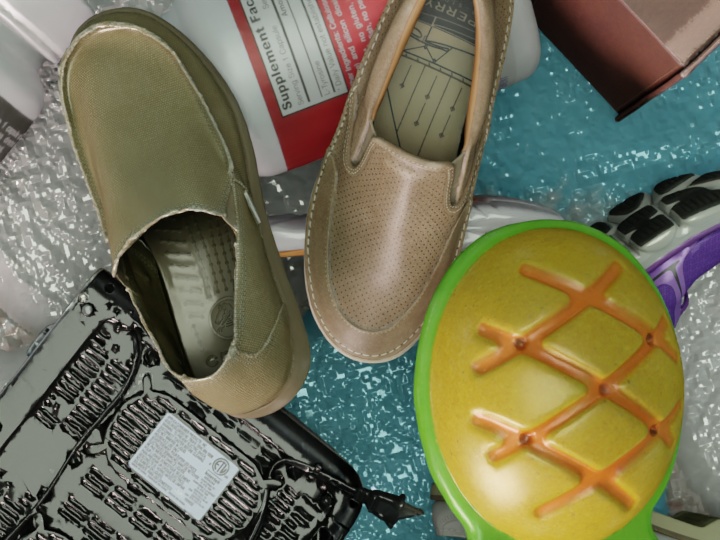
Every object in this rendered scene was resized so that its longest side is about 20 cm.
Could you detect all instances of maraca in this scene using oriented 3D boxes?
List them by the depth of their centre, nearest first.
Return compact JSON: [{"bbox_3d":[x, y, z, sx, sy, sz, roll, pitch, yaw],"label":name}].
[{"bbox_3d":[0.090,0.077,0.906,0.136,0.107,0.202,-2,88,-17],"label":"maraca"}]

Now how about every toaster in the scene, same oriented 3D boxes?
[{"bbox_3d":[-0.105,0.122,0.960,0.200,0.119,0.181,38,89,-2],"label":"toaster"}]

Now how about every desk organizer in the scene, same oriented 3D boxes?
[{"bbox_3d":[0.136,-0.131,0.932,0.072,0.200,0.077,-44,90,-1],"label":"desk organizer"}]

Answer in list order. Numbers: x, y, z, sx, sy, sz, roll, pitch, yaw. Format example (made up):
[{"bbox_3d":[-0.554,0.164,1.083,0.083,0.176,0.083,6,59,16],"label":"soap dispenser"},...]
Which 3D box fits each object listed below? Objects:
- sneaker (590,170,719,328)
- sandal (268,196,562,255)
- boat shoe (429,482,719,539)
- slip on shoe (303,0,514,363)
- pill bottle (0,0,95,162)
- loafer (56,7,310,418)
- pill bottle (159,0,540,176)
[{"bbox_3d":[0.133,0.028,1.004,0.200,0.081,0.083,-43,105,7],"label":"sneaker"},{"bbox_3d":[0.000,-0.001,0.984,0.205,0.079,0.060,-5,96,4],"label":"sandal"},{"bbox_3d":[0.129,0.150,0.993,0.199,0.075,0.069,11,85,-2],"label":"boat shoe"},{"bbox_3d":[0.022,-0.051,0.895,0.076,0.061,0.201,20,102,0],"label":"slip on shoe"},{"bbox_3d":[-0.227,-0.079,0.958,0.114,0.114,0.200,40,88,-2],"label":"pill bottle"},{"bbox_3d":[-0.081,-0.030,0.879,0.076,0.067,0.201,-29,80,12],"label":"loafer"},{"bbox_3d":[-0.021,-0.114,0.968,0.199,0.112,0.113,-21,91,-2],"label":"pill bottle"}]
